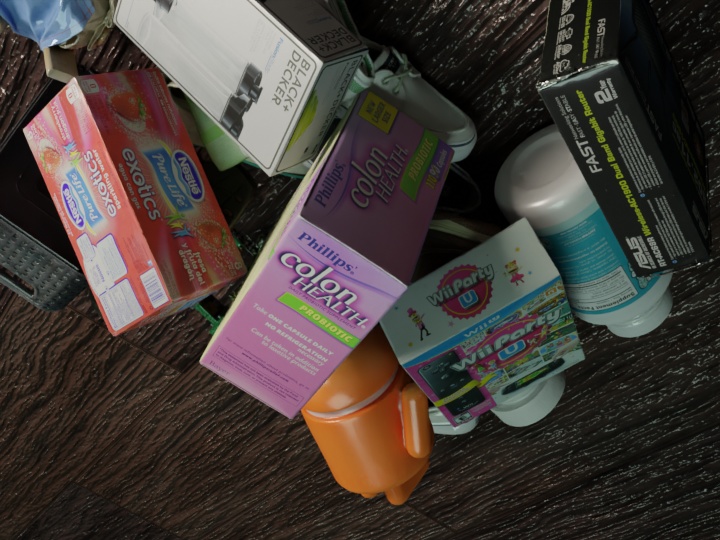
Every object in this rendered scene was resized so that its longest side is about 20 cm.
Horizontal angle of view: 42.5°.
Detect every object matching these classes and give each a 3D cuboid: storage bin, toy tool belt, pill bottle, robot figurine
[{"bbox_3d":[-0.285,-0.082,0.890,0.135,0.202,0.093,38,136,-22],"label":"storage bin"},{"bbox_3d":[-0.291,-0.254,0.763,0.124,0.124,0.200,-26,123,40],"label":"toy tool belt"},{"bbox_3d":[0.129,0.070,0.976,0.108,0.111,0.200,-21,126,37],"label":"pill bottle"},{"bbox_3d":[0.004,0.134,0.909,0.115,0.144,0.202,-26,116,-3],"label":"robot figurine"},{"bbox_3d":[0.211,-0.028,0.835,0.109,0.112,0.200,-17,129,34],"label":"pill bottle"}]

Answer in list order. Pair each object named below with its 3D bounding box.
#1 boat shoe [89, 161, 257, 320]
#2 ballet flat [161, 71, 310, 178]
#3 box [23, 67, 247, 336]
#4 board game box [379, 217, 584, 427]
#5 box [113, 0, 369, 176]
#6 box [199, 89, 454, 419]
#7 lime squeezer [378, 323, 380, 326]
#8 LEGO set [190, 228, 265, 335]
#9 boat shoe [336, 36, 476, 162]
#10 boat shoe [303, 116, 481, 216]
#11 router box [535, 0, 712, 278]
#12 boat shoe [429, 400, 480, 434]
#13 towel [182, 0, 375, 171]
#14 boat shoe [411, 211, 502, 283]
[{"bbox_3d":[-0.181,-0.029,0.910,0.199,0.074,0.076,-41,82,9],"label":"boat shoe"},{"bbox_3d":[-0.116,-0.141,0.877,0.196,0.070,0.070,16,140,4],"label":"ballet flat"},{"bbox_3d":[-0.197,-0.060,0.809,0.102,0.094,0.203,-26,87,40],"label":"box"},{"bbox_3d":[0.110,0.055,0.813,0.146,0.065,0.200,-29,149,5],"label":"board game box"},{"bbox_3d":[-0.099,-0.187,0.734,0.200,0.060,0.117,45,131,12],"label":"box"},{"bbox_3d":[-0.027,-0.012,0.766,0.096,0.177,0.201,31,133,-8],"label":"box"},{"bbox_3d":[0.000,0.000,0.934,0.037,0.071,0.202,-16,118,18],"label":"lime squeezer"},{"bbox_3d":[-0.121,-0.006,1.010,0.199,0.116,0.155,36,119,-1],"label":"LEGO set"},{"bbox_3d":[0.013,-0.158,0.792,0.197,0.074,0.067,22,141,-2],"label":"boat shoe"},{"bbox_3d":[0.020,-0.100,0.839,0.198,0.073,0.068,27,180,-13],"label":"boat shoe"},{"bbox_3d":[0.206,-0.118,0.706,0.061,0.151,0.201,-15,130,32],"label":"router box"},{"bbox_3d":[0.047,0.163,1.141,0.196,0.073,0.066,0,133,19],"label":"boat shoe"},{"bbox_3d":[-0.090,-0.184,0.783,0.198,0.031,0.151,-23,93,39],"label":"towel"},{"bbox_3d":[0.071,-0.011,0.862,0.073,0.076,0.202,12,179,-16],"label":"boat shoe"}]
